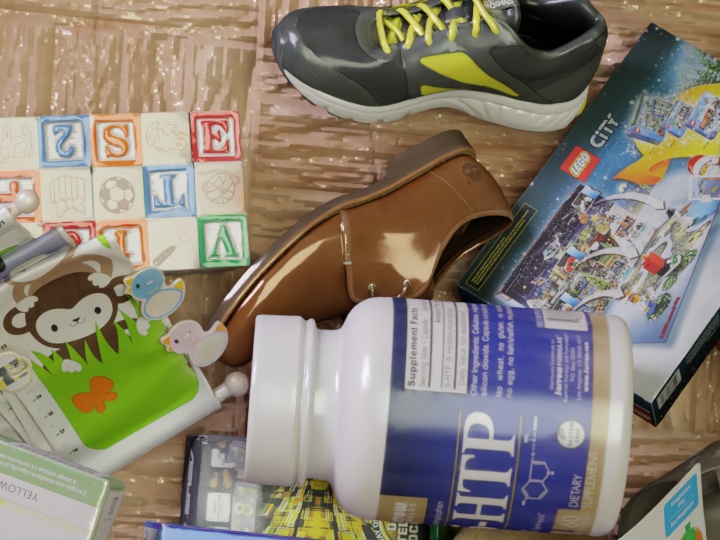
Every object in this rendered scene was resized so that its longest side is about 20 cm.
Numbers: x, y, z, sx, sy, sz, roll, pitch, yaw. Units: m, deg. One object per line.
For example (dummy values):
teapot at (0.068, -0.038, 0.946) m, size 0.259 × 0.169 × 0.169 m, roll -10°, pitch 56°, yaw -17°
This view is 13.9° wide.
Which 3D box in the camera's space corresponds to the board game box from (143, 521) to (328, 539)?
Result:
board game box at (-0.057, 0.240, 1.575) m, size 0.134 × 0.045 × 0.201 m, roll 8°, pitch 86°, yaw -15°

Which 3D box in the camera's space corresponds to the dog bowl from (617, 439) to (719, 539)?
dog bowl at (0.241, 0.177, 1.653) m, size 0.059 × 0.200 × 0.200 m, roll -44°, pitch 100°, yaw -30°

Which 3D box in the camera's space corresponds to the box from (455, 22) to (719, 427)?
box at (0.167, -0.029, 1.683) m, size 0.136 × 0.038 × 0.200 m, roll 31°, pitch 75°, yaw 23°

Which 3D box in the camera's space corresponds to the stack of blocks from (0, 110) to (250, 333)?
stack of blocks at (-0.163, -0.024, 1.600) m, size 0.199 × 0.059 × 0.116 m, roll -3°, pitch 87°, yaw -18°

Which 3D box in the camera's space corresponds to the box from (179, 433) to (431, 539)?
box at (-0.024, 0.195, 1.635) m, size 0.160 × 0.049 × 0.201 m, roll 6°, pitch 86°, yaw -15°

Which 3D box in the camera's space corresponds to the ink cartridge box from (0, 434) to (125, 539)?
ink cartridge box at (-0.222, 0.179, 1.529) m, size 0.145 × 0.048 × 0.201 m, roll 19°, pitch 89°, yaw 9°

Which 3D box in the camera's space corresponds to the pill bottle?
pill bottle at (0.040, 0.076, 1.572) m, size 0.199 × 0.120 × 0.121 m, roll 4°, pitch 85°, yaw -2°

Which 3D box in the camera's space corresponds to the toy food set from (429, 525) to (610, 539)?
toy food set at (0.091, 0.219, 1.639) m, size 0.200 × 0.048 × 0.199 m, roll 39°, pitch 62°, yaw -38°

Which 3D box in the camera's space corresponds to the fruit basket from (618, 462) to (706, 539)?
fruit basket at (0.146, 0.232, 1.575) m, size 0.185 × 0.093 × 0.201 m, roll -37°, pitch 136°, yaw -40°

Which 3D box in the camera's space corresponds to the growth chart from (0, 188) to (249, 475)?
growth chart at (-0.160, 0.040, 1.560) m, size 0.144 × 0.018 × 0.200 m, roll -38°, pitch 127°, yaw 9°

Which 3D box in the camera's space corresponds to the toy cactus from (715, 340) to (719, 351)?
toy cactus at (0.266, 0.084, 1.700) m, size 0.102 × 0.200 × 0.166 m, roll -22°, pitch 133°, yaw -21°

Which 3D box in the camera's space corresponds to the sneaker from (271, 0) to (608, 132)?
sneaker at (0.047, -0.133, 1.655) m, size 0.199 × 0.085 × 0.075 m, roll 2°, pitch 54°, yaw -24°

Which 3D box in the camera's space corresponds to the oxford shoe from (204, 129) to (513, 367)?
oxford shoe at (0.000, 0.000, 1.636) m, size 0.200 × 0.071 × 0.071 m, roll -34°, pitch 71°, yaw -17°
